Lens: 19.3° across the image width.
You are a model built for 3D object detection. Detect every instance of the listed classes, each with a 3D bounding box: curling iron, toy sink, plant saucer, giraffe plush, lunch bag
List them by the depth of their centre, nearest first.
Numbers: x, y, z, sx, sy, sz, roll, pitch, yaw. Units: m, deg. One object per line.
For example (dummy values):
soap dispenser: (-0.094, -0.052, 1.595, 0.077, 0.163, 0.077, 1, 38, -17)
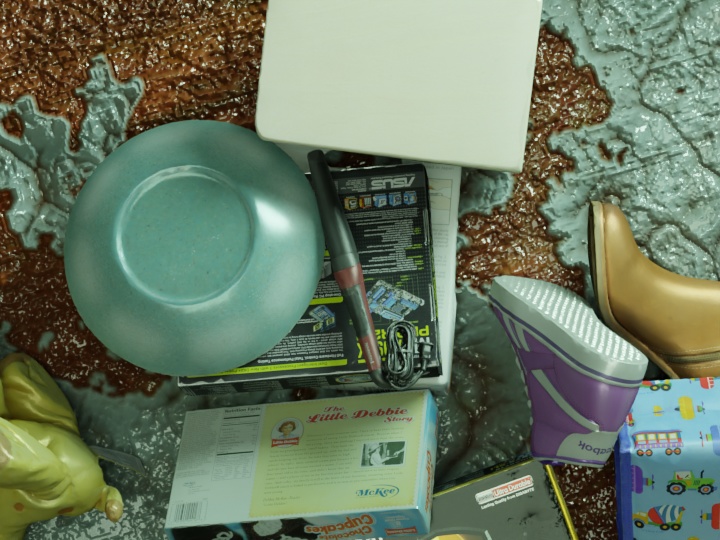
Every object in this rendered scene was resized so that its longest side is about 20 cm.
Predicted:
curling iron: (0.000, 0.000, 1.577, 0.050, 0.026, 0.200, -17, 70, -21)
plant saucer: (-0.127, -0.023, 1.586, 0.201, 0.039, 0.201, -1, 76, 5)
toy sink: (0.027, -0.148, 1.591, 0.200, 0.112, 0.131, 6, 93, -1)
lunch bag: (0.269, 0.185, 1.591, 0.150, 0.094, 0.200, -3, 121, 4)
giraffe plush: (-0.291, 0.170, 1.643, 0.200, 0.173, 0.162, 36, 107, -31)

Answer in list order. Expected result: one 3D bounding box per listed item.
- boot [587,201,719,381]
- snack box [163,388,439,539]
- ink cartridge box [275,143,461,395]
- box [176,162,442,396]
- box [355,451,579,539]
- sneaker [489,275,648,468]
boot: (0.261, 0.026, 1.609, 0.155, 0.077, 0.200, -17, 93, 7)
snack box: (-0.043, 0.152, 1.612, 0.200, 0.116, 0.037, -6, 136, 14)
ink cartridge box: (-0.004, -0.007, 1.660, 0.162, 0.050, 0.200, 4, 74, 5)
box: (-0.042, 0.007, 1.613, 0.200, 0.044, 0.161, -5, 77, 4)
box: (0.075, 0.244, 1.609, 0.200, 0.049, 0.160, -20, 92, 4)
sneaker: (0.137, 0.080, 1.578, 0.073, 0.200, 0.114, 8, 109, -20)
